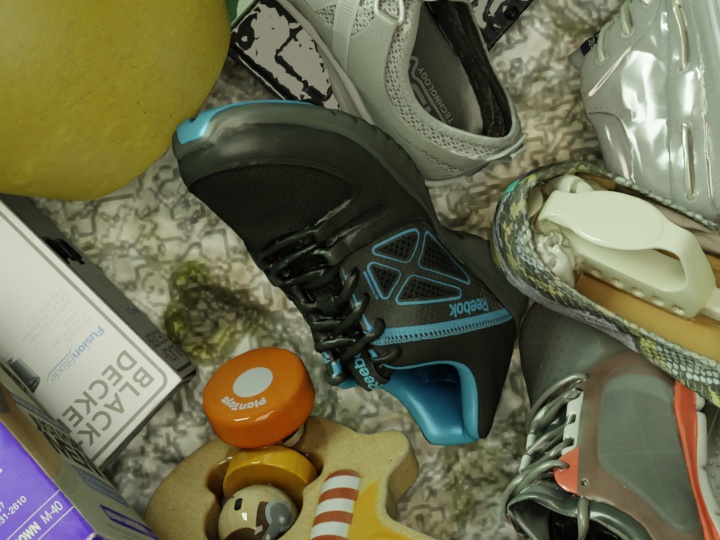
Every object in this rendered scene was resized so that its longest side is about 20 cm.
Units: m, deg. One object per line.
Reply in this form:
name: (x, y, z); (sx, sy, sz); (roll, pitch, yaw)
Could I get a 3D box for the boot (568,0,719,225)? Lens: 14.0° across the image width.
boot: (0.129, -0.111, 1.242); (0.095, 0.073, 0.201); (-16, 73, 24)

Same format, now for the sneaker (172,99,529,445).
sneaker: (0.000, 0.000, 1.192); (0.073, 0.200, 0.082); (-18, 51, 39)

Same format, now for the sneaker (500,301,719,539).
sneaker: (0.095, 0.080, 1.195); (0.082, 0.200, 0.077); (8, 131, -30)

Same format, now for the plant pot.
plant pot: (-0.136, -0.110, 1.181); (0.142, 0.200, 0.200); (39, 92, -29)

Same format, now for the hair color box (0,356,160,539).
hair color box: (-0.166, 0.060, 1.147); (0.065, 0.109, 0.200); (-45, 71, 1)

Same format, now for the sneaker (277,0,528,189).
sneaker: (0.007, -0.123, 1.178); (0.075, 0.082, 0.200); (-47, 115, -26)

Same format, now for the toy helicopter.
toy helicopter: (-0.011, 0.118, 1.182); (0.132, 0.199, 0.079); (-46, 133, -29)

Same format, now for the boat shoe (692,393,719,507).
boat shoe: (0.163, 0.061, 1.226); (0.060, 0.075, 0.201); (11, 75, -38)

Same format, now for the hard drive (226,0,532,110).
hard drive: (-0.024, -0.155, 1.262); (0.200, 0.038, 0.140); (41, 92, 0)

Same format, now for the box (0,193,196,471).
box: (-0.180, 0.016, 1.260); (0.117, 0.060, 0.200); (-44, 90, 2)

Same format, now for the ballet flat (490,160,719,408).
ballet flat: (0.142, 0.012, 1.179); (0.200, 0.072, 0.072); (25, 92, 13)
